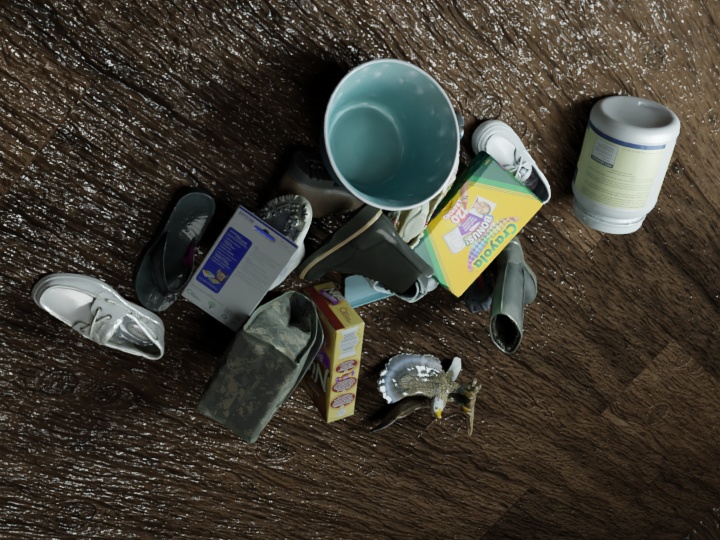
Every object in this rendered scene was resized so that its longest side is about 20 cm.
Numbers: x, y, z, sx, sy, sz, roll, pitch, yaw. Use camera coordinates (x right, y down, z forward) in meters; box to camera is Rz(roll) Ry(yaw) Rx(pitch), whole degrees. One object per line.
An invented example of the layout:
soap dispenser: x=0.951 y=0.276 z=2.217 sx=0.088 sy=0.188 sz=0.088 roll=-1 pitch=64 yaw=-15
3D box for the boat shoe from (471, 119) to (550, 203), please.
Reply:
boat shoe: x=0.248 y=-0.168 z=1.414 sx=0.072 sy=0.069 sz=0.200 roll=-42 pitch=137 yaw=2

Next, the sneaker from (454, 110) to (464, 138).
sneaker: x=0.080 y=-0.156 z=1.322 sx=0.082 sy=0.073 sz=0.200 roll=13 pitch=112 yaw=-21

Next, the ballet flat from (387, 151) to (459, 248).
ballet flat: x=0.095 y=-0.108 z=1.272 sx=0.076 sy=0.064 sz=0.200 roll=16 pitch=112 yaw=-16

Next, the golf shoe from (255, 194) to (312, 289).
golf shoe: x=-0.112 y=-0.042 z=1.262 sx=0.097 sy=0.078 sz=0.200 roll=-16 pitch=155 yaw=-46

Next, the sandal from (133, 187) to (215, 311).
sandal: x=-0.257 y=-0.020 z=1.205 sx=0.075 sy=0.048 sz=0.201 roll=7 pitch=121 yaw=-36

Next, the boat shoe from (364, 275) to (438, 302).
boat shoe: x=0.068 y=0.018 z=1.398 sx=0.070 sy=0.072 sz=0.201 roll=-41 pitch=148 yaw=25

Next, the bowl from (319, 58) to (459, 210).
bowl: x=0.024 y=-0.177 z=1.196 sx=0.201 sy=0.105 sz=0.201 roll=1 pitch=88 yaw=-23

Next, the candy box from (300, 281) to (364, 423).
candy box: x=-0.051 y=0.134 z=1.420 sx=0.056 sy=0.117 sz=0.200 roll=-15 pitch=130 yaw=-25

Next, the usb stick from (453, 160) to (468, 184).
usb stick: x=0.101 y=-0.094 z=1.399 sx=0.200 sy=0.033 sz=0.055 roll=-48 pitch=137 yaw=9

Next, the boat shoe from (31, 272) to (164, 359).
boat shoe: x=-0.348 y=0.067 z=1.192 sx=0.200 sy=0.069 sz=0.071 roll=28 pitch=108 yaw=-37

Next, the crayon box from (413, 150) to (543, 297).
crayon box: x=0.170 y=-0.072 z=1.365 sx=0.119 sy=0.058 sz=0.200 roll=39 pitch=99 yaw=-15

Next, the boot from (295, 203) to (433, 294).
boot: x=0.000 y=0.000 z=1.285 sx=0.200 sy=0.138 sz=0.077 roll=-37 pitch=-170 yaw=50

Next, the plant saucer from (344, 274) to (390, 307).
plant saucer: x=0.059 y=0.008 z=1.465 sx=0.200 sy=0.019 sz=0.070 roll=-16 pitch=132 yaw=-22

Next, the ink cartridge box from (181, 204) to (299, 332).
ink cartridge box: x=-0.163 y=-0.007 z=1.210 sx=0.099 sy=0.039 sz=0.200 roll=37 pitch=128 yaw=-6

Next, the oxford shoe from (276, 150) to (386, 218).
oxford shoe: x=-0.037 y=-0.114 z=1.275 sx=0.200 sy=0.073 sz=0.084 roll=13 pitch=132 yaw=-37

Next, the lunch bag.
lunch bag: x=-0.139 y=0.134 z=1.318 sx=0.118 sy=0.200 sz=0.164 roll=32 pitch=113 yaw=-1

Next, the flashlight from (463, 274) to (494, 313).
flashlight: x=0.195 y=-0.003 z=1.507 sx=0.068 sy=0.068 sz=0.200 roll=-9 pitch=148 yaw=16

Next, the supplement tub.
supplement tub: x=0.442 y=-0.178 z=1.482 sx=0.145 sy=0.145 sz=0.200 roll=-14 pitch=131 yaw=-25

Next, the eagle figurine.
eagle figurine: x=0.119 y=0.232 z=1.631 sx=0.200 sy=0.151 sz=0.152 roll=4 pitch=82 yaw=-2

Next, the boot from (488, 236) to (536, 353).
boot: x=0.266 y=0.060 z=1.518 sx=0.072 sy=0.200 sz=0.182 roll=-17 pitch=132 yaw=19
